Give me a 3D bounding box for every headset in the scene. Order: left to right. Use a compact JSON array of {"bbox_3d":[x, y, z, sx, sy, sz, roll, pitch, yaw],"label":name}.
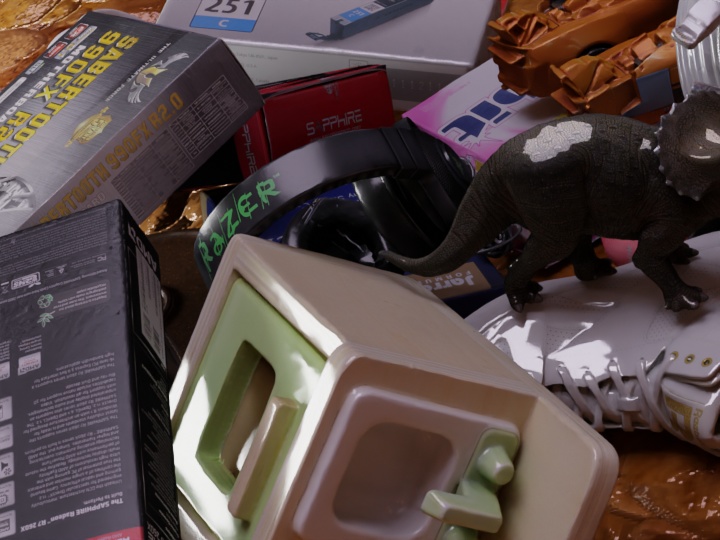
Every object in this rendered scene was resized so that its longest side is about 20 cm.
[{"bbox_3d":[0.003,-0.030,1.204,0.124,0.200,0.094,-44,58,32],"label":"headset"}]

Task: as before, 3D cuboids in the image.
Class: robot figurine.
[{"bbox_3d":[0.174,-0.137,1.268,0.200,0.058,0.145,-29,34,-11],"label":"robot figurine"}]

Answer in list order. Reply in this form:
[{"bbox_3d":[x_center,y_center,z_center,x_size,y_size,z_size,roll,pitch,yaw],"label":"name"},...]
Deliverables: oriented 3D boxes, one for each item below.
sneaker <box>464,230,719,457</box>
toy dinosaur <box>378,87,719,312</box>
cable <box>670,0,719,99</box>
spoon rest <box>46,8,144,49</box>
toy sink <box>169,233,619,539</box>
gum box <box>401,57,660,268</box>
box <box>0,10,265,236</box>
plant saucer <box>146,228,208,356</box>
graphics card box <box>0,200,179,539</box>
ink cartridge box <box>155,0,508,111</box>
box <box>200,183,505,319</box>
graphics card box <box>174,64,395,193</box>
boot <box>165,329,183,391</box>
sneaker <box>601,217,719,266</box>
[{"bbox_3d":[0.121,0.051,1.134,0.200,0.074,0.116,-25,28,-6],"label":"sneaker"},{"bbox_3d":[0.108,-0.036,1.123,0.200,0.102,0.077,0,29,17],"label":"toy dinosaur"},{"bbox_3d":[0.250,-0.111,1.190,0.200,0.200,0.069,-54,16,-15],"label":"cable"},{"bbox_3d":[-0.184,-0.108,1.572,0.099,0.061,0.200,-34,20,31],"label":"spoon rest"},{"bbox_3d":[-0.002,0.086,1.068,0.200,0.112,0.131,42,114,55],"label":"toy sink"},{"bbox_3d":[0.130,-0.088,1.345,0.200,0.066,0.113,-33,32,-17],"label":"gum box"},{"bbox_3d":[-0.166,-0.050,1.299,0.200,0.048,0.158,-45,29,-15],"label":"box"},{"bbox_3d":[-0.122,0.036,1.351,0.200,0.035,0.200,-15,32,10],"label":"plant saucer"},{"bbox_3d":[-0.149,0.073,1.097,0.125,0.051,0.200,-18,51,11],"label":"graphics card box"},{"bbox_3d":[-0.011,-0.167,1.524,0.200,0.045,0.176,6,39,10],"label":"ink cartridge box"},{"bbox_3d":[0.000,0.000,1.296,0.121,0.032,0.200,-12,32,-15],"label":"box"},{"bbox_3d":[-0.094,-0.075,1.419,0.200,0.051,0.125,-6,9,36],"label":"graphics card box"},{"bbox_3d":[-0.134,0.040,1.237,0.075,0.097,0.200,-46,54,-10],"label":"boot"},{"bbox_3d":[0.197,-0.063,1.260,0.200,0.074,0.087,-41,34,-27],"label":"sneaker"}]
